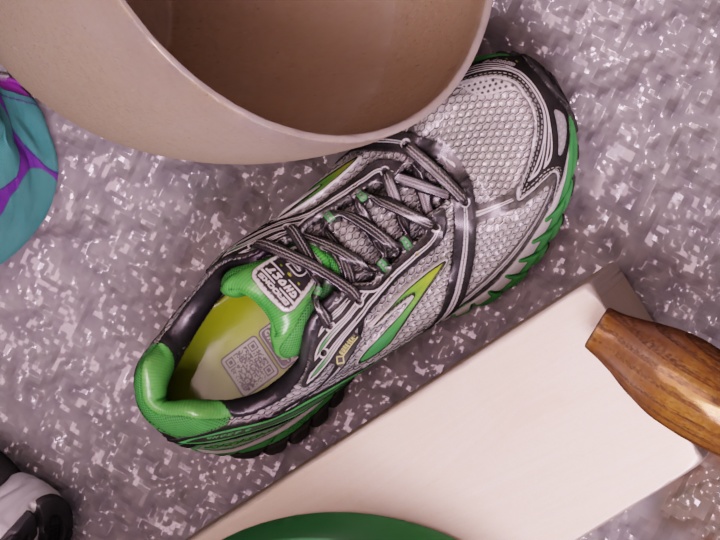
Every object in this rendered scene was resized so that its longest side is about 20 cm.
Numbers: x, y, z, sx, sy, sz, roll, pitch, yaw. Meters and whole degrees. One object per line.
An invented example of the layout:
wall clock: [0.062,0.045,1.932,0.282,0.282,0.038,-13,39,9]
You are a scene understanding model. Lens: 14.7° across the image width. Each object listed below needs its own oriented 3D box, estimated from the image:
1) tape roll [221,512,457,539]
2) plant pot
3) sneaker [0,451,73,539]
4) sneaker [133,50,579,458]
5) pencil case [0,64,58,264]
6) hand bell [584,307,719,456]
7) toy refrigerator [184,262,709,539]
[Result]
tape roll: [-0.009,0.188,0.978,0.199,0.048,0.202,2,98,13]
plant pot: [-0.068,-0.122,0.995,0.134,0.200,0.202,-23,83,45]
sneaker: [-0.197,0.147,1.091,0.079,0.074,0.200,41,96,22]
sneaker: [0.000,0.000,1.014,0.200,0.085,0.078,-45,78,12]
pencil case: [-0.175,-0.066,1.008,0.085,0.200,0.093,23,78,16]
hand bell: [0.164,0.071,0.937,0.199,0.104,0.104,34,100,5]
toy refrigerator: [0.027,0.084,1.017,0.199,0.070,0.076,-34,88,16]
